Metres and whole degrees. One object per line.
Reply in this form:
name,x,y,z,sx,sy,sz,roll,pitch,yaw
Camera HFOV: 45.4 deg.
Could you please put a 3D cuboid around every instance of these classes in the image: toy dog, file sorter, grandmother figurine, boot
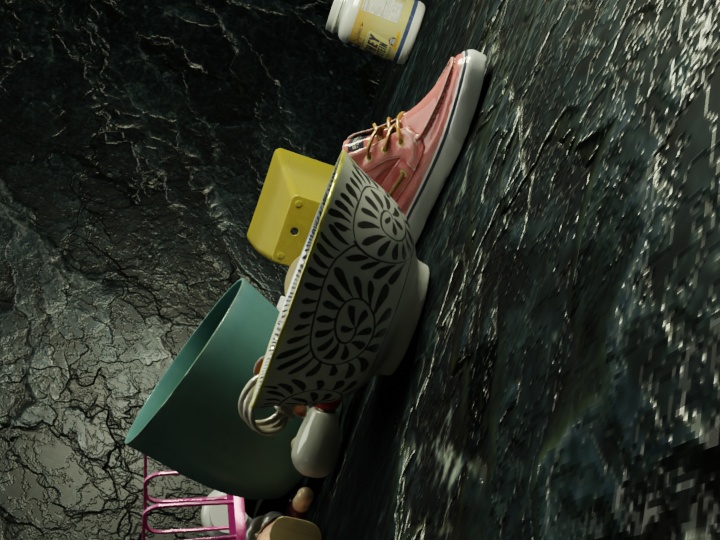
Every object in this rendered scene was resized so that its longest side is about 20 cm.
toy dog,-0.046,0.076,0.798,0.096,0.132,0.202,0,58,54
file sorter,-0.205,0.324,1.054,0.201,0.124,0.140,-105,18,-47
grandmother figurine,-0.078,0.257,0.790,0.121,0.061,0.200,-44,-4,-11
boot,-0.110,0.269,1.030,0.175,0.068,0.202,-88,15,-64

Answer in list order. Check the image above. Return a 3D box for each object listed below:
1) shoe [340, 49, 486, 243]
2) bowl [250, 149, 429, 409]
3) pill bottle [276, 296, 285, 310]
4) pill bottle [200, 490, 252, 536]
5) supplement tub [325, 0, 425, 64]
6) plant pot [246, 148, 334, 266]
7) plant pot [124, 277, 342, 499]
shoe,0.032,-0.104,0.735,0.072,0.090,0.202,-77,8,-55
bowl,-0.006,0.021,0.647,0.201,0.093,0.203,-160,90,-84
pill bottle,-0.137,0.154,1.536,0.111,0.110,0.202,168,122,-84
pill bottle,-0.261,0.478,1.689,0.200,0.103,0.105,124,165,-70
supplement tub,0.033,-0.563,1.933,0.144,0.198,0.146,-160,90,-86
plant pot,-0.095,-0.093,1.661,0.177,0.198,0.202,-114,43,-67
plant pot,-0.116,0.136,0.884,0.201,0.160,0.201,-50,12,15
